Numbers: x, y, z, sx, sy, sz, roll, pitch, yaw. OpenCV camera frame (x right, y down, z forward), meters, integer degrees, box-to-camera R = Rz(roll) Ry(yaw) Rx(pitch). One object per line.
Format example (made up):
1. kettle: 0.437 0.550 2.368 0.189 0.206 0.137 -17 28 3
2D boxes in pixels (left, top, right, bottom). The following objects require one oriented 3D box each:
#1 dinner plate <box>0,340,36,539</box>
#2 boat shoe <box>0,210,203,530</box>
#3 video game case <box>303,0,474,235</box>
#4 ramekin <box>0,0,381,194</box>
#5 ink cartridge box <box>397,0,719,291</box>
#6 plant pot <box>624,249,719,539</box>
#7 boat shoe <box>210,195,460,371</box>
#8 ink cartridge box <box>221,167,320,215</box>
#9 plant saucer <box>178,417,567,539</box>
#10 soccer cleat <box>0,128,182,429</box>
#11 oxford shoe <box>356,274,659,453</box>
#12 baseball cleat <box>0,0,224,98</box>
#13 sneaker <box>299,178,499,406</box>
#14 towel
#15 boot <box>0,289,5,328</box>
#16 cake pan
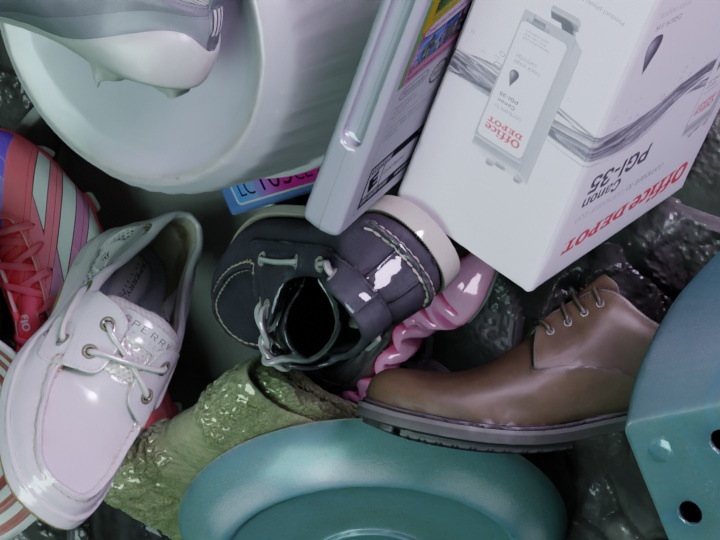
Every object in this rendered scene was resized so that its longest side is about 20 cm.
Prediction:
1. dinner plate: -0.253 0.081 1.482 0.200 0.024 0.200 2 130 2
2. boat shoe: -0.125 0.040 1.410 0.071 0.200 0.069 39 130 -23
3. video game case: 0.053 -0.129 1.241 0.022 0.200 0.182 31 127 13
4. ramekin: -0.081 -0.127 1.308 0.202 0.094 0.203 16 120 30
5. ink cartridge box: 0.113 -0.108 1.243 0.083 0.146 0.200 36 129 19
6. plant pot: 0.210 0.059 1.222 0.141 0.200 0.142 -14 104 39
7. boat shoe: -0.029 0.012 1.317 0.073 0.063 0.200 51 153 -12
8. ink cartridge box: -0.035 -0.142 1.381 0.136 0.076 0.200 -15 101 39
9. plant saucer: 0.006 0.141 1.440 0.200 0.027 0.200 0 144 0
10. soccer cleat: -0.164 0.020 1.501 0.067 0.076 0.200 -19 101 40
11. oxford shoe: 0.096 0.045 1.344 0.200 0.073 0.085 -4 94 -7
12. baseball cleat: -0.143 -0.150 1.247 0.200 0.070 0.107 22 116 16
13. sneaker: 0.000 0.000 1.390 0.095 0.079 0.200 30 148 -11
14. towel: -0.027 0.116 1.460 0.200 0.037 0.148 30 134 -33
15. boot: -0.230 0.003 1.529 0.071 0.144 0.201 1 138 2
16. cake pan: -0.107 -0.013 1.519 0.200 0.037 0.201 16 120 29
